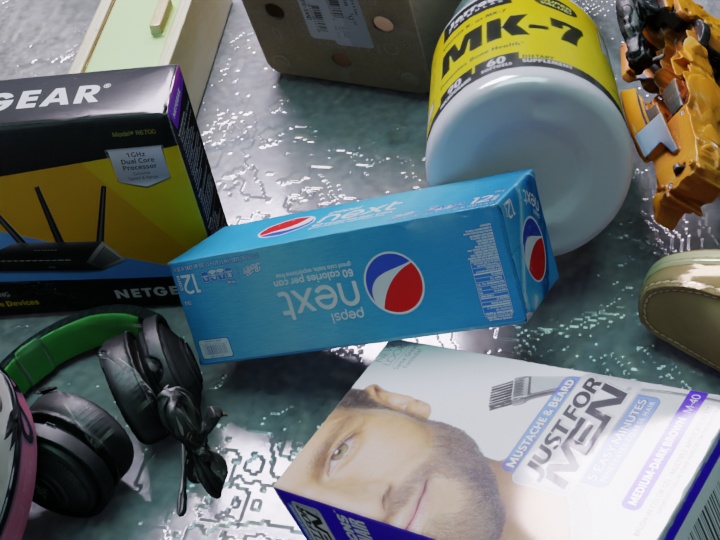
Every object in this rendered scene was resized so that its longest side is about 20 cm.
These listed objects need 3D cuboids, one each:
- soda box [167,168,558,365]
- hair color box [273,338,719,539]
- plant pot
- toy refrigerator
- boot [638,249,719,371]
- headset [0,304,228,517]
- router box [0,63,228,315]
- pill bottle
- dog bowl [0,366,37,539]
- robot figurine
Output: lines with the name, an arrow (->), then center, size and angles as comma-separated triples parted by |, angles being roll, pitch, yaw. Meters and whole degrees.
soda box -> 0.000, 0.000, 0.643 | 0.199, 0.065, 0.068 | -8, 16, 27
hair color box -> 0.068, 0.100, 0.544 | 0.199, 0.065, 0.109 | 5, 44, 45
plant pot -> 0.007, -0.244, 0.851 | 0.198, 0.200, 0.178 | 13, 61, 22
toy refrigerator -> -0.156, -0.173, 0.890 | 0.075, 0.070, 0.201 | -1, 46, 11
boot -> 0.200, 0.079, 0.575 | 0.199, 0.073, 0.156 | 26, 57, 28
headset -> -0.137, 0.069, 0.635 | 0.123, 0.094, 0.199 | -41, 41, -25
router box -> -0.188, -0.042, 0.714 | 0.198, 0.150, 0.051 | -4, 45, 8
pill bottle -> 0.098, -0.103, 0.721 | 0.113, 0.115, 0.201 | -4, 31, 7
dog bowl -> -0.243, 0.112, 0.584 | 0.199, 0.074, 0.202 | -20, 52, 27
robot figurine -> 0.208, -0.094, 0.718 | 0.144, 0.058, 0.201 | 26, 39, -20
